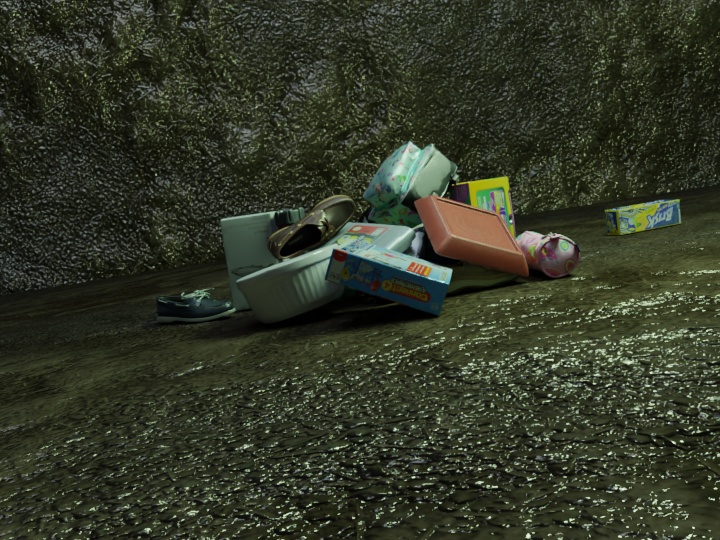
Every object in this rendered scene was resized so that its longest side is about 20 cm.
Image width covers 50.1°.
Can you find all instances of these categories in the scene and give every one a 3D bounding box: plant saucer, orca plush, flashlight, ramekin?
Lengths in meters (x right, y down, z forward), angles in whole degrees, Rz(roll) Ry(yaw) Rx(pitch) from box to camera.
[{"bbox_3d":[0.218,-0.076,1.486,0.199,0.037,0.200,14,30,-19],"label":"plant saucer"},{"bbox_3d":[0.081,0.001,1.513,0.105,0.071,0.200,5,46,14],"label":"orca plush"},{"bbox_3d":[-0.135,-0.032,1.637,0.068,0.201,0.068,-13,7,-35],"label":"flashlight"},{"bbox_3d":[-0.120,0.027,1.422,0.202,0.095,0.202,-21,4,2],"label":"ramekin"}]

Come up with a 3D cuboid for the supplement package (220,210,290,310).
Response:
[{"bbox_3d":[-0.223,-0.023,1.689,0.116,0.201,0.117,-8,5,8],"label":"supplement package"}]

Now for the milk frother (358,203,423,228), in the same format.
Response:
[{"bbox_3d":[0.104,-0.125,1.875,0.188,0.181,0.200,10,-44,-22],"label":"milk frother"}]

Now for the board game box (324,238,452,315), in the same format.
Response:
[{"bbox_3d":[0.055,0.006,1.320,0.195,0.056,0.200,18,9,7],"label":"board game box"}]

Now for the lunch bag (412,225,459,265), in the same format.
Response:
[{"bbox_3d":[0.171,-0.040,1.607,0.136,0.133,0.200,-14,7,-41],"label":"lunch bag"}]

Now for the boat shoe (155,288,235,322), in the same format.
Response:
[{"bbox_3d":[-0.350,0.073,1.620,0.199,0.062,0.075,-4,5,34],"label":"boat shoe"}]

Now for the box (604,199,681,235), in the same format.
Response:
[{"bbox_3d":[0.765,-0.145,2.083,0.199,0.070,0.064,-11,8,-17],"label":"box"}]

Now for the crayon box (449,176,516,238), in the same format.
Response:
[{"bbox_3d":[0.279,-0.103,1.731,0.058,0.201,0.172,-4,7,42],"label":"crayon box"}]

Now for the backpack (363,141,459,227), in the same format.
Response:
[{"bbox_3d":[0.098,-0.172,1.689,0.150,0.178,0.200,33,-26,-8],"label":"backpack"}]

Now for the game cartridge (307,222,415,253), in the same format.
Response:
[{"bbox_3d":[-0.005,-0.046,1.520,0.200,0.041,0.133,6,40,42],"label":"game cartridge"}]

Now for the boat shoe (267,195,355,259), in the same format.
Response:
[{"bbox_3d":[-0.089,-0.081,1.529,0.200,0.071,0.070,-35,22,-11],"label":"boat shoe"}]

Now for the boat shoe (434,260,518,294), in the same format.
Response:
[{"bbox_3d":[0.210,-0.003,1.458,0.199,0.076,0.072,-10,6,-21],"label":"boat shoe"}]

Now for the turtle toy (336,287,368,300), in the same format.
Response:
[{"bbox_3d":[0.000,0.000,1.585,0.199,0.101,0.146,-12,27,12],"label":"turtle toy"}]

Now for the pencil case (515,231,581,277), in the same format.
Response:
[{"bbox_3d":[0.362,-0.035,1.522,0.087,0.088,0.200,-9,5,-4],"label":"pencil case"}]
